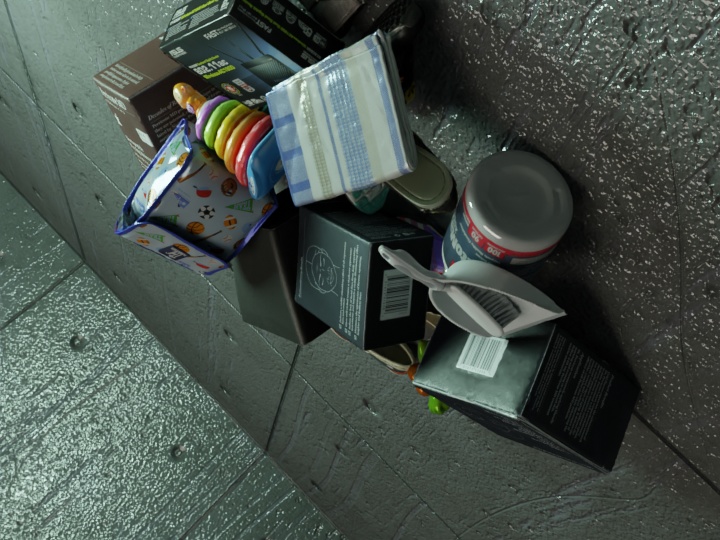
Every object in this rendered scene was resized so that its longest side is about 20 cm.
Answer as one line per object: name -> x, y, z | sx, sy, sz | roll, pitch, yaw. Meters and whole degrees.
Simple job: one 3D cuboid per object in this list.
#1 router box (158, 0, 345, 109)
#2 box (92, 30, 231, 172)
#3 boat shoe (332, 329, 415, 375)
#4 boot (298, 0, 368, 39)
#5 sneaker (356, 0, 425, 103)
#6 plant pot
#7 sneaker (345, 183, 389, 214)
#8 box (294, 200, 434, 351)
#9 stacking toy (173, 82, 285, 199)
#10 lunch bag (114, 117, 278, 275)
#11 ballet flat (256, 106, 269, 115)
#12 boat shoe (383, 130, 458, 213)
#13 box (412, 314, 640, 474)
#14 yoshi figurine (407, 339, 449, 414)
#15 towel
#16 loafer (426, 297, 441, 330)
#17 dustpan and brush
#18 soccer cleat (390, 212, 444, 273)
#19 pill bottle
router box -> -0.134, -0.270, 0.993 | 0.149, 0.063, 0.198 | 30, 164, -33
box -> -0.286, -0.245, 1.307 | 0.165, 0.163, 0.202 | 33, 153, 47
boat shoe -> 0.016, 0.113, 1.458 | 0.199, 0.072, 0.063 | 39, 170, 6
boot -> -0.080, -0.340, 0.966 | 0.174, 0.069, 0.199 | 46, 164, -16
sneaker -> 0.038, -0.234, 0.933 | 0.089, 0.071, 0.199 | 37, 159, -14
plant pot -> -0.097, -0.024, 1.324 | 0.198, 0.198, 0.180 | 15, 131, 51
sneaker -> -0.028, -0.171, 1.136 | 0.202, 0.077, 0.091 | 62, 164, -14
box -> 0.000, 0.000, 1.147 | 0.199, 0.105, 0.152 | 30, 122, 52
stacking toy -> -0.187, -0.202, 1.146 | 0.198, 0.110, 0.117 | 35, 158, 11
lunch bag -> -0.246, -0.090, 1.225 | 0.169, 0.200, 0.125 | 29, -150, -35
ballet flat -> -0.139, -0.240, 1.215 | 0.066, 0.070, 0.200 | 60, 155, 14
boat shoe -> 0.032, -0.135, 0.932 | 0.201, 0.072, 0.060 | 47, -173, 24
box -> 0.210, 0.148, 1.050 | 0.196, 0.126, 0.198 | 35, 165, -33
yoshi figurine -> 0.151, 0.162, 1.257 | 0.200, 0.110, 0.115 | 154, 116, -74
towel -> -0.024, -0.159, 0.905 | 0.198, 0.024, 0.150 | -12, 93, 46
loafer -> 0.088, 0.030, 1.227 | 0.198, 0.076, 0.068 | 28, 150, 18
dustpan and brush -> 0.106, 0.020, 0.894 | 0.199, 0.058, 0.139 | 39, 153, -10
soccer cleat -> 0.091, -0.018, 1.140 | 0.198, 0.073, 0.069 | 30, 151, 35
pill bottle -> 0.158, -0.034, 0.949 | 0.119, 0.119, 0.201 | 41, 155, 14
